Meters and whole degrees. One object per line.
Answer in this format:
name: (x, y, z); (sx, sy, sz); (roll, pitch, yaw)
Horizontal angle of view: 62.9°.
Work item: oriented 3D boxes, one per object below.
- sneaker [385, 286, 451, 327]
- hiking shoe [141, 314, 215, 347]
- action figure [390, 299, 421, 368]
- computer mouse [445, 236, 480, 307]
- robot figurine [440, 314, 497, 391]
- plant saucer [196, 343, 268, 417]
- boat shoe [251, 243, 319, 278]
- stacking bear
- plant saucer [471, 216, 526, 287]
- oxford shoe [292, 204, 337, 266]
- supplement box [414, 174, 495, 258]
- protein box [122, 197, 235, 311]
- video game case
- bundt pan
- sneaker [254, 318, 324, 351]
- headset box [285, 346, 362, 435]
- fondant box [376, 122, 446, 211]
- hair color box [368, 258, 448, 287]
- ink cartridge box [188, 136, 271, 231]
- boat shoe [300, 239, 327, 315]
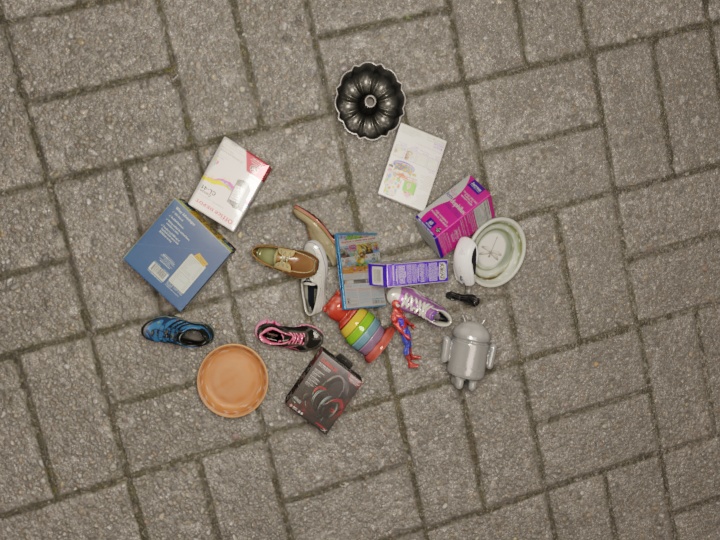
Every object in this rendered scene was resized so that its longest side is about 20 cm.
sneaker: (0.168, 0.099, 1.644); (0.195, 0.114, 0.075); (21, 93, -7)
hiking shoe: (-0.490, 0.163, 1.575); (0.193, 0.087, 0.077); (3, 94, -8)
action figure: (0.126, 0.172, 1.648); (0.050, 0.066, 0.205); (-12, 113, 27)
computer mouse: (0.282, 0.006, 1.627); (0.043, 0.108, 0.206); (-27, 125, -36)
robot figurine: (0.307, 0.233, 1.672); (0.164, 0.113, 0.207); (8, 93, -13)
plant saucer: (-0.352, 0.302, 1.630); (0.193, 0.037, 0.208); (-1, 95, -7)
boat shoe: (-0.205, -0.026, 1.564); (0.194, 0.073, 0.078); (10, 89, 24)
stacking bear: (-0.013, 0.147, 1.628); (0.199, 0.114, 0.122); (43, 100, -2)
plant saucer: (0.378, -0.057, 1.676); (0.194, 0.050, 0.207); (-8, 112, -19)
oxford shoe: (-0.121, -0.096, 1.614); (0.199, 0.070, 0.075); (43, 94, -7)
supplement box: (0.262, -0.149, 1.625); (0.198, 0.104, 0.102); (-37, 53, -5)
protein box: (-0.465, -0.044, 1.538); (0.198, 0.135, 0.201); (43, 88, -8)
video game case: (0.000, 0.000, 1.611); (0.140, 0.018, 0.207); (-2, 82, -35)
bundt pan: (0.022, -0.454, 1.600); (0.195, 0.076, 0.210); (-1, 95, -8)
sneaker: (-0.194, 0.185, 1.613); (0.193, 0.095, 0.082); (7, 92, -9)
headset box: (-0.097, 0.325, 1.645); (0.147, 0.075, 0.202); (37, 89, -8)
fondant box: (0.140, -0.285, 1.639); (0.140, 0.058, 0.206); (19, 91, -8)
hair color box: (0.131, 0.005, 1.605); (0.194, 0.108, 0.067); (-3, 94, -28)
ink cartridge box: (-0.345, -0.226, 1.566); (0.145, 0.086, 0.204); (30, 89, -9)
boat shoe: (-0.129, 0.023, 1.600); (0.071, 0.065, 0.207); (0, 105, 22)
